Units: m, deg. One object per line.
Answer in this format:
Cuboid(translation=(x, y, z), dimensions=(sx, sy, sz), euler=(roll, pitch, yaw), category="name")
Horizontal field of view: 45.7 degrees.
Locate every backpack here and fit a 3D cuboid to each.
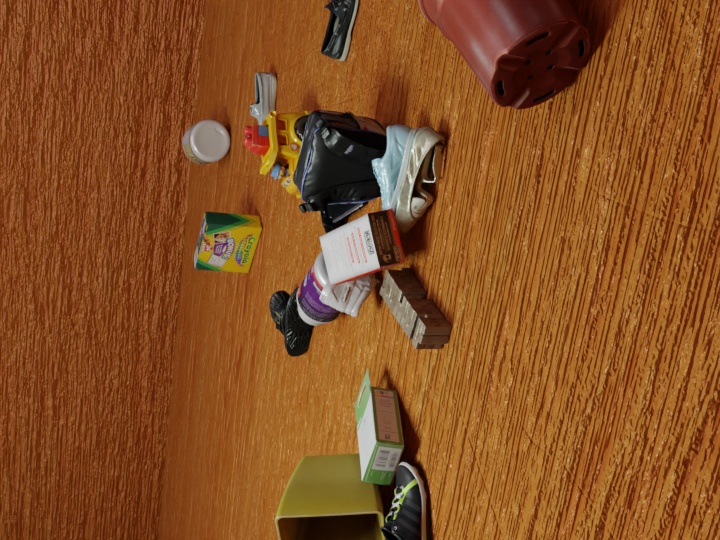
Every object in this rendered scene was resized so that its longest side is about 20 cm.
Cuboid(translation=(-0.029, -0.221, 1.684), dimensions=(0.155, 0.187, 0.203), euler=(-108, 30, -49), category="backpack")

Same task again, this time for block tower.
Cuboid(translation=(0.094, 0.067, 1.533), dimensions=(0.201, 0.057, 0.055), euler=(-121, 40, -54), category="block tower")

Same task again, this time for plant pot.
Cuboid(translation=(0.203, -0.340, 1.153), dimensions=(0.198, 0.197, 0.202), euler=(67, 148, 29), category="plant pot")
Cuboid(translation=(-0.049, 0.466, 1.644), dimensions=(0.178, 0.195, 0.203), euler=(-90, -5, -55), category="plant pot")

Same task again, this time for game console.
Cuboid(translation=(-0.040, -0.184, 1.922), dimensions=(0.177, 0.114, 0.204), euler=(71, -171, -64), category="game console")

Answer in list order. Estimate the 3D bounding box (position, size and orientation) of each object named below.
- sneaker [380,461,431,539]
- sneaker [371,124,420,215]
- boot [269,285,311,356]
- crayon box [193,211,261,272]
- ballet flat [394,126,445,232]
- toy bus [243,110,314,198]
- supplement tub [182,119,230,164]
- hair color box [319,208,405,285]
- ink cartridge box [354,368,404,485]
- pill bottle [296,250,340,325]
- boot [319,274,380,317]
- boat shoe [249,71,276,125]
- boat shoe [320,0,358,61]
Cuboid(translation=(0.076, 0.440, 1.511), dimensions=(0.072, 0.081, 0.204), euler=(133, 135, -57), category="sneaker")
Cuboid(translation=(0.057, -0.172, 1.584), dimensions=(0.074, 0.081, 0.204), euler=(-20, -53, -71), category="sneaker")
Cuboid(translation=(-0.172, 0.090, 2.140), dimensions=(0.159, 0.078, 0.214), euler=(-117, 36, -49), category="boot")
Cuboid(translation=(-0.405, -0.083, 2.597), dimensions=(0.202, 0.169, 0.059), euler=(115, 151, -43), category="crayon box")
Cuboid(translation=(0.106, -0.152, 1.517), dimensions=(0.062, 0.067, 0.204), euler=(28, 120, 34), category="ballet flat")
Cuboid(translation=(-0.195, -0.287, 2.086), dimensions=(0.135, 0.188, 0.204), euler=(147, 120, -61), category="toy bus")
Cuboid(translation=(-0.547, -0.450, 3.003), dimensions=(0.199, 0.142, 0.148), euler=(-172, 85, -67), category="supplement tub")
Cuboid(translation=(0.000, -0.040, 1.602), dimensions=(0.199, 0.060, 0.104), euler=(-19, 84, 60), category="hair color box")
Cuboid(translation=(0.034, 0.296, 1.633), dimensions=(0.201, 0.058, 0.105), euler=(-98, 21, -55), category="ink cartridge box")
Cuboid(translation=(-0.073, 0.041, 1.864), dimensions=(0.201, 0.110, 0.114), euler=(126, 140, -53), category="pill bottle")
Cuboid(translation=(0.000, 0.000, 1.746), dimensions=(0.202, 0.094, 0.074), euler=(-62, -4, -20), category="boot")
Cuboid(translation=(-0.287, -0.472, 2.471), dimensions=(0.070, 0.070, 0.205), euler=(-163, 76, -66), category="boat shoe")
Cuboid(translation=(-0.051, -0.577, 1.917), dimensions=(0.075, 0.065, 0.203), euler=(-123, 41, -54), category="boat shoe")
